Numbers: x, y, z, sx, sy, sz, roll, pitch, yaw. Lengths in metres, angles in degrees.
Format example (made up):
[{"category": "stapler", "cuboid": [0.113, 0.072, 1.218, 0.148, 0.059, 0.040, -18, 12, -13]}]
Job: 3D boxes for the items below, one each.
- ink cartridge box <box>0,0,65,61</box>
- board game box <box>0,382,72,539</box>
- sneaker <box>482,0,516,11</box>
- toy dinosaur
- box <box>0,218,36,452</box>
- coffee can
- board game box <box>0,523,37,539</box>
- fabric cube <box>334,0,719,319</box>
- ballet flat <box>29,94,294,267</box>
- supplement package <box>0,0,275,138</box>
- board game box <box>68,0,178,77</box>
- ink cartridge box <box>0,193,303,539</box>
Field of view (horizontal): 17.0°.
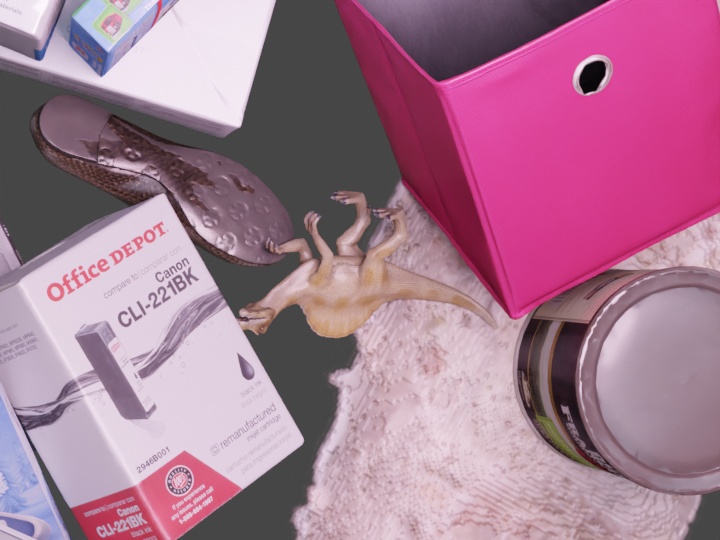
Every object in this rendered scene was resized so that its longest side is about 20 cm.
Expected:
[{"category": "ink cartridge box", "cuboid": [-0.199, -0.243, 1.490, 0.084, 0.145, 0.200, 22, 87, -6]}, {"category": "board game box", "cuboid": [-0.304, 0.166, 1.578, 0.200, 0.043, 0.199, -21, 127, -4]}, {"category": "sneaker", "cuboid": [0.052, -0.253, 1.668, 0.114, 0.076, 0.199, -46, 108, -10]}, {"category": "toy dinosaur", "cuboid": [0.000, 0.000, 1.683, 0.199, 0.058, 0.101, -4, 112, -23]}, {"category": "box", "cuboid": [-0.300, 0.075, 1.634, 0.200, 0.048, 0.159, -28, 95, -8]}, {"category": "coffee can", "cuboid": [0.195, 0.071, 1.632, 0.146, 0.200, 0.147, 0, 90, -8]}, {"category": "board game box", "cuboid": [-0.280, 0.229, 1.574, 0.200, 0.026, 0.200, 28, 117, -28]}, {"category": "fabric cube", "cuboid": [0.119, -0.129, 1.585, 0.196, 0.200, 0.200, -27, 128, -9]}, {"category": "ballet flat", "cuboid": [-0.139, -0.059, 1.666, 0.200, 0.046, 0.068, 26, 64, -13]}, {"category": "supplement package", "cuboid": [-0.160, -0.194, 1.624, 0.200, 0.111, 0.156, 16, 87, -8]}, {"category": "board game box", "cuboid": [-0.101, -0.209, 1.501, 0.037, 0.151, 0.200, 45, 84, -4]}, {"category": "ink cartridge box", "cuboid": [-0.152, 0.070, 1.605, 0.144, 0.084, 0.200, -35, 98, -42]}]
